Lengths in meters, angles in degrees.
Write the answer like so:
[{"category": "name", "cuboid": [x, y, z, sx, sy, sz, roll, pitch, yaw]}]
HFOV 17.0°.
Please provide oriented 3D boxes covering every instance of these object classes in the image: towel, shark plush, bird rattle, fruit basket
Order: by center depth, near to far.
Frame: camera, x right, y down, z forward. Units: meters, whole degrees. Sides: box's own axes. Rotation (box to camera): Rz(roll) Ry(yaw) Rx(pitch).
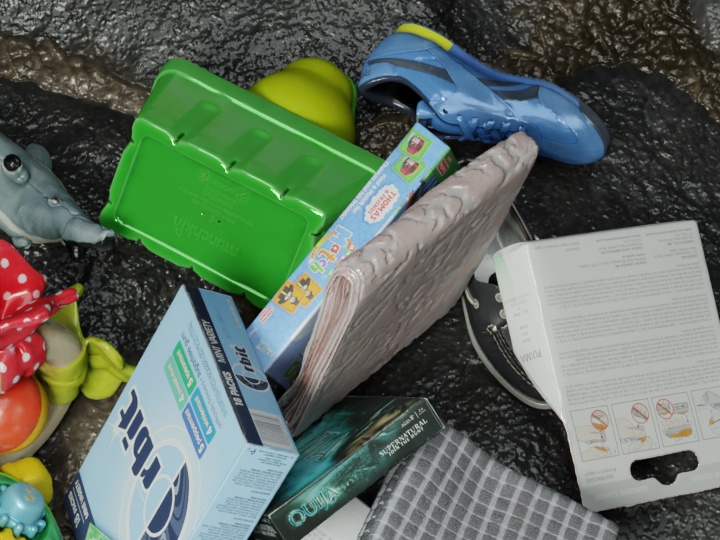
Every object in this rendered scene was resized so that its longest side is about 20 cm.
[{"category": "towel", "cuboid": [0.072, 0.210, 1.609, 0.165, 0.086, 0.200, 25, 51, 3]}, {"category": "towel", "cuboid": [0.029, 0.008, 1.670, 0.032, 0.191, 0.200, 41, 51, 13]}, {"category": "bird rattle", "cuboid": [-0.234, 0.079, 1.683, 0.112, 0.200, 0.163, 32, 92, 14]}, {"category": "shark plush", "cuboid": [-0.253, -0.054, 1.765, 0.091, 0.083, 0.200, -32, 45, -11]}, {"category": "fruit basket", "cuboid": [-0.072, -0.074, 1.803, 0.215, 0.156, 0.216, 19, 24, -9]}]

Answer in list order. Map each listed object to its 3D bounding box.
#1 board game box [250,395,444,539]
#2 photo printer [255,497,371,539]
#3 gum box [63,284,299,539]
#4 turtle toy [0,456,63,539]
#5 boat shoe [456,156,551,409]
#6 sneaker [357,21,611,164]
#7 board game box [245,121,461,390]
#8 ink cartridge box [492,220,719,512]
[{"category": "board game box", "cuboid": [-0.035, 0.134, 1.660, 0.135, 0.200, 0.028, -36, 100, -18]}, {"category": "photo printer", "cuboid": [-0.002, 0.258, 1.666, 0.200, 0.070, 0.166, 36, 67, 13]}, {"category": "gum box", "cuboid": [-0.125, 0.140, 1.623, 0.044, 0.200, 0.170, 15, 29, -31]}, {"category": "turtle toy", "cuboid": [-0.250, 0.224, 1.641, 0.145, 0.101, 0.201, -22, 96, -19]}, {"category": "boat shoe", "cuboid": [0.110, 0.007, 1.794, 0.074, 0.060, 0.201, -16, 66, -9]}, {"category": "sneaker", "cuboid": [0.092, -0.118, 1.844, 0.200, 0.066, 0.079, 26, 55, 15]}, {"category": "board game box", "cuboid": [0.000, 0.000, 1.714, 0.037, 0.151, 0.200, 39, 87, 16]}, {"category": "ink cartridge box", "cuboid": [0.193, 0.070, 1.757, 0.160, 0.050, 0.201, -7, 82, -30]}]
